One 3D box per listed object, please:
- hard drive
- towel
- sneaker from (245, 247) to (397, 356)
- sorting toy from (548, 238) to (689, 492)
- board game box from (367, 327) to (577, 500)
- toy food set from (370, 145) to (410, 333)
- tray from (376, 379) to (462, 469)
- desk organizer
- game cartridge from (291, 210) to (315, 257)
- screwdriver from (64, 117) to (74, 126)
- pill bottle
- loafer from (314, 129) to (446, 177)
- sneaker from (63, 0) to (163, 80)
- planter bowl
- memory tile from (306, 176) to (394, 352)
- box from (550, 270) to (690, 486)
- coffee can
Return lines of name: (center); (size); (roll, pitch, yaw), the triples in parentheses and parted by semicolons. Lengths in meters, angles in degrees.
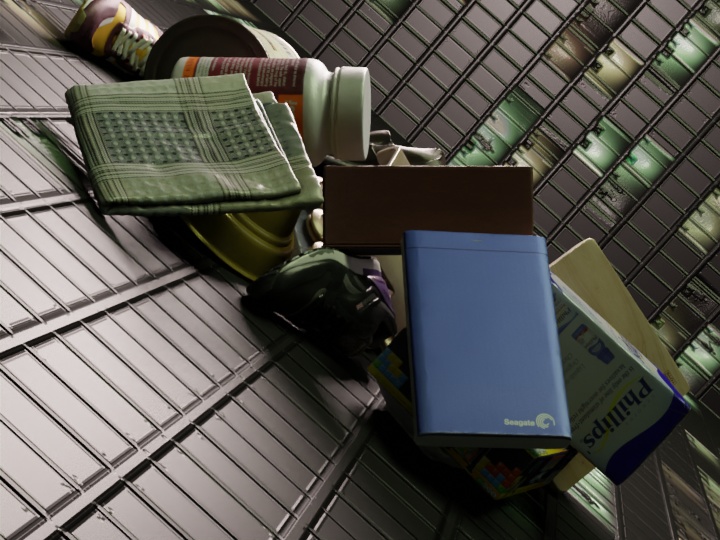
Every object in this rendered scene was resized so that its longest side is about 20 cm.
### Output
hard drive: (0.106, 0.057, 1.281); (0.131, 0.025, 0.201); (2, 58, -9)
towel: (-0.145, -0.113, 1.286); (0.199, 0.035, 0.193); (-3, 37, -20)
sneaker: (-0.023, 0.034, 1.353); (0.200, 0.076, 0.088); (1, 60, -59)
sorting toy: (0.219, 0.104, 1.599); (0.200, 0.199, 0.070); (57, -21, -2)
board game box: (0.110, 0.129, 1.361); (0.165, 0.057, 0.200); (46, 11, 16)
toy food set: (0.035, -0.031, 1.553); (0.144, 0.060, 0.200); (60, 26, -17)
tray: (0.087, 0.157, 1.381); (0.107, 0.022, 0.200); (47, 12, 33)
desk organizer: (0.062, -0.055, 1.386); (0.199, 0.077, 0.072); (0, -5, -2)
game cartridge: (-0.016, -0.027, 1.583); (0.200, 0.038, 0.130); (24, 45, -46)
screwdriver: (-0.202, -0.107, 1.383); (0.029, 0.028, 0.200); (0, -16, 30)
pill bottle: (-0.092, -0.164, 1.533); (0.199, 0.115, 0.114); (1, 9, 5)
loafer: (0.009, -0.128, 1.719); (0.199, 0.072, 0.073); (15, -22, 0)
sneaker: (-0.263, -0.262, 1.691); (0.090, 0.075, 0.200); (38, 10, 9)
planter bowl: (-0.111, -0.089, 1.400); (0.200, 0.083, 0.201); (47, 17, -19)
memory tile: (0.000, 0.000, 1.528); (0.153, 0.017, 0.200); (35, 34, -34)
box: (0.203, 0.087, 1.441); (0.200, 0.105, 0.184); (42, 7, -4)
coffee can: (-0.150, -0.212, 1.698); (0.146, 0.146, 0.200); (42, 10, 4)
